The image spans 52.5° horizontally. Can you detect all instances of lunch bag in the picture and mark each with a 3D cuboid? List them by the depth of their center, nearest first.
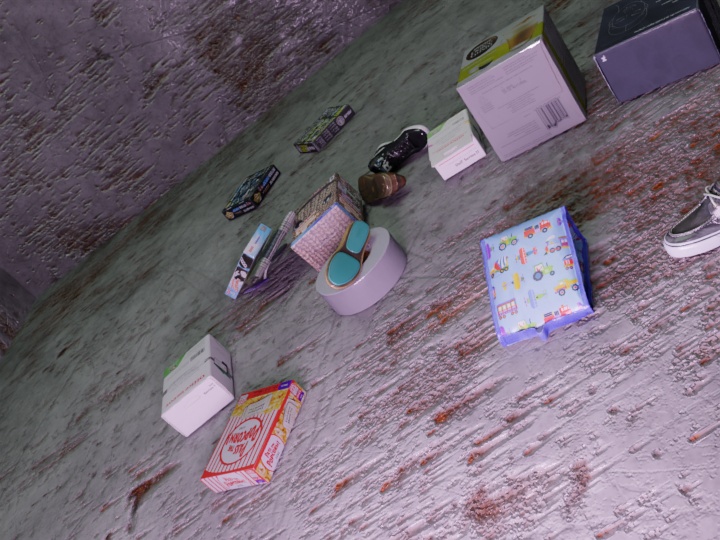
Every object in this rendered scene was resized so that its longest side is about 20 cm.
[{"bbox_3d":[0.275,0.021,1.132,0.150,0.094,0.201,-23,40,28],"label":"lunch bag"}]

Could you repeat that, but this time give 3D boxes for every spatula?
[{"bbox_3d":[-0.248,-0.007,1.974,0.056,0.021,0.200,-18,33,45],"label":"spatula"}]

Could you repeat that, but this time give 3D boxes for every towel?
[{"bbox_3d":[-0.227,-0.052,1.866,0.193,0.034,0.200,-63,11,-12],"label":"towel"}]

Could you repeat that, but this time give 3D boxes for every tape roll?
[{"bbox_3d":[0.000,0.000,1.562,0.200,0.066,0.201,-32,27,18],"label":"tape roll"}]

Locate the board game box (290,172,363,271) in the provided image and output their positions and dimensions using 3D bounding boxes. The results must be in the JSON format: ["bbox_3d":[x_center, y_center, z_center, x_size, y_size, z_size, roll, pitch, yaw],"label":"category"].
[{"bbox_3d":[-0.081,-0.123,1.813,0.159,0.097,0.200,-41,24,19],"label":"board game box"}]

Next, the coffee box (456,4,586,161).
[{"bbox_3d":[0.345,-0.398,1.551,0.199,0.200,0.198,-24,30,31],"label":"coffee box"}]

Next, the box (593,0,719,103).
[{"bbox_3d":[0.576,-0.458,1.411,0.199,0.124,0.197,-18,32,39],"label":"box"}]

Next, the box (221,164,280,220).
[{"bbox_3d":[-0.383,-0.275,2.562,0.158,0.046,0.201,-18,34,40],"label":"box"}]

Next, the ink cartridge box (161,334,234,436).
[{"bbox_3d":[-0.367,0.256,1.646,0.146,0.084,0.200,-39,26,6],"label":"ink cartridge box"}]

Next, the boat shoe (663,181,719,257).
[{"bbox_3d":[0.501,-0.095,0.998,0.200,0.071,0.072,-34,26,16],"label":"boat shoe"}]

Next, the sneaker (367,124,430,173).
[{"bbox_3d":[0.098,-0.297,1.902,0.200,0.073,0.112,-21,34,52],"label":"sneaker"}]

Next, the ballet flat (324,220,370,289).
[{"bbox_3d":[-0.028,-0.020,1.505,0.063,0.068,0.200,-56,5,47],"label":"ballet flat"}]

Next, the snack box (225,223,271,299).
[{"bbox_3d":[-0.302,-0.023,1.959,0.200,0.037,0.116,-56,7,47],"label":"snack box"}]

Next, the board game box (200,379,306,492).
[{"bbox_3d":[-0.198,0.309,1.368,0.151,0.046,0.201,-22,32,35],"label":"board game box"}]

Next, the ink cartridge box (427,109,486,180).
[{"bbox_3d":[0.223,-0.287,1.702,0.117,0.067,0.200,-30,26,21],"label":"ink cartridge box"}]

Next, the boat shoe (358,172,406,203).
[{"bbox_3d":[0.052,-0.211,1.839,0.067,0.072,0.200,-14,7,-21],"label":"boat shoe"}]

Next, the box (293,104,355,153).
[{"bbox_3d":[-0.128,-0.496,2.559,0.200,0.044,0.160,-49,27,-16],"label":"box"}]
